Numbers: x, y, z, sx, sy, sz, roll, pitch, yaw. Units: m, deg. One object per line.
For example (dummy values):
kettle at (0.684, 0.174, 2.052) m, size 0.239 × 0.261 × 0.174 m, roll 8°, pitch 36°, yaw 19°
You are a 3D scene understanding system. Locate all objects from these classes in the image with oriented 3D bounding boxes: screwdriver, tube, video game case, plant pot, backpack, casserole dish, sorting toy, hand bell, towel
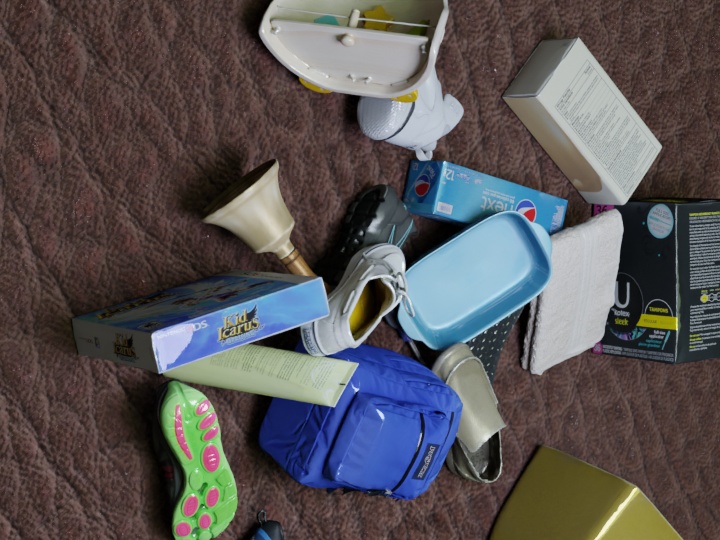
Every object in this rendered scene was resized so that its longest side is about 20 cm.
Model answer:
screwdriver at (0.063, 0.094, 1.832) m, size 0.028 × 0.029 × 0.200 m, roll -40°, pitch 118°, yaw -27°
tube at (-0.108, 0.104, 1.613) m, size 0.052 × 0.199 × 0.058 m, roll 51°, pitch 48°, yaw -68°
video game case at (-0.164, 0.047, 1.573) m, size 0.200 × 0.181 × 0.046 m, roll -18°, pitch 102°, yaw -33°
plant pot at (0.265, 0.367, 1.897) m, size 0.200 × 0.195 × 0.194 m, roll -48°, pitch 118°, yaw -12°
backpack at (0.016, 0.177, 1.710) m, size 0.200 × 0.168 × 0.163 m, roll 16°, pitch 106°, yaw -44°
casserole dish at (0.129, 0.007, 1.803) m, size 0.200 × 0.039 × 0.121 m, roll -33°, pitch 113°, yaw -2°
sorting toy at (0.017, -0.288, 1.704) m, size 0.107 × 0.199 × 0.180 m, roll 72°, pitch 33°, yaw -57°
hand bell at (-0.073, -0.008, 1.658) m, size 0.104 × 0.104 × 0.200 m, roll -42°, pitch 104°, yaw -25°
towel at (0.260, 0.030, 1.913) m, size 0.132 × 0.034 × 0.200 m, roll -24°, pitch 132°, yaw -33°

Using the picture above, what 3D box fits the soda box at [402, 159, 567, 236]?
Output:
soda box at (0.149, -0.077, 1.852) m, size 0.200 × 0.068 × 0.064 m, roll 15°, pitch 86°, yaw -35°

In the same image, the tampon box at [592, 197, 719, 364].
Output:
tampon box at (0.389, 0.008, 1.976) m, size 0.126 × 0.150 × 0.201 m, roll -4°, pitch 95°, yaw -35°

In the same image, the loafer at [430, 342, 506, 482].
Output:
loafer at (0.133, 0.170, 1.826) m, size 0.076 × 0.068 × 0.200 m, roll -36°, pitch 131°, yaw -26°

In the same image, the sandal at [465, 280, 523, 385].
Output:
sandal at (0.143, 0.072, 1.877) m, size 0.075 × 0.048 × 0.201 m, roll 16°, pitch 96°, yaw -36°

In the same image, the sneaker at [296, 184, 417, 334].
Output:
sneaker at (0.000, 0.000, 1.750) m, size 0.079 × 0.075 × 0.200 m, roll 45°, pitch 69°, yaw -32°

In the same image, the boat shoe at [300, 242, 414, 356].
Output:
boat shoe at (0.019, 0.025, 1.644) m, size 0.202 × 0.086 × 0.075 m, roll -41°, pitch 117°, yaw -53°

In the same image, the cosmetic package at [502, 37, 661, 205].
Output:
cosmetic package at (0.277, -0.184, 1.932) m, size 0.200 × 0.071 × 0.105 m, roll 48°, pitch 68°, yaw -27°

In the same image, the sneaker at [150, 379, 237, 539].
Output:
sneaker at (-0.178, 0.201, 1.638) m, size 0.077 × 0.084 × 0.200 m, roll -11°, pitch 117°, yaw -20°

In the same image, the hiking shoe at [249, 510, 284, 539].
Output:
hiking shoe at (-0.051, 0.351, 1.735) m, size 0.200 × 0.074 × 0.087 m, roll 37°, pitch 73°, yaw -31°

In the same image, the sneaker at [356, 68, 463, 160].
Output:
sneaker at (0.062, -0.226, 1.783) m, size 0.115 × 0.075 × 0.200 m, roll 29°, pitch 66°, yaw -45°
